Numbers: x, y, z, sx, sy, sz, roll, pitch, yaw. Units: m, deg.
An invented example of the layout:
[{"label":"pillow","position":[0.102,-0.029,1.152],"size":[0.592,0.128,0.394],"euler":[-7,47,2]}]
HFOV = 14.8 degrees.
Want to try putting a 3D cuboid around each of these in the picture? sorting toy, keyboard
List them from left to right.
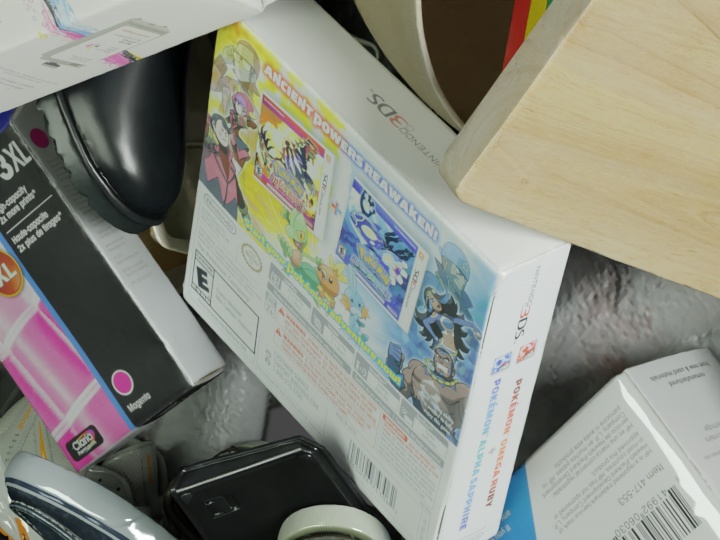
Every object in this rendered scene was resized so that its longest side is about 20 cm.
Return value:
[{"label":"keyboard","position":[-0.029,0.159,1.303],"size":[0.127,0.021,0.200],"euler":[-20,125,19]},{"label":"sorting toy","position":[0.145,-0.100,1.123],"size":[0.199,0.200,0.070],"euler":[-55,44,18]}]

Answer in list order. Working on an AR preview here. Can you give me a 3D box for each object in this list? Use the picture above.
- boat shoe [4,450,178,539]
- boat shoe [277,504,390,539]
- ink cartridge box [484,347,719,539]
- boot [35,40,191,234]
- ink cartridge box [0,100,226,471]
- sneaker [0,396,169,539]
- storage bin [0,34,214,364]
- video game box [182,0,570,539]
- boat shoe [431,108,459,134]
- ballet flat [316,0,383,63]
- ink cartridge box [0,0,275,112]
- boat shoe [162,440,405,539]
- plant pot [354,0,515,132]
[{"label":"boat shoe","position":[-0.110,0.178,1.368],"size":[0.200,0.071,0.091],"euler":[38,76,-6]},{"label":"boat shoe","position":[-0.008,0.199,1.282],"size":[0.072,0.060,0.202],"euler":[-3,129,7]},{"label":"ink cartridge box","position":[0.148,0.159,1.233],"size":[0.146,0.086,0.200],"euler":[-46,72,32]},{"label":"boot","position":[-0.072,-0.135,1.263],"size":[0.168,0.076,0.200],"euler":[-21,79,23]},{"label":"ink cartridge box","position":[-0.156,-0.009,1.338],"size":[0.095,0.037,0.200],"euler":[-37,84,36]},{"label":"sneaker","position":[-0.125,0.140,1.435],"size":[0.092,0.076,0.200],"euler":[-44,73,27]},{"label":"storage bin","position":[-0.171,-0.067,1.419],"size":[0.200,0.094,0.199],"euler":[-22,84,35]},{"label":"video game box","position":[0.000,0.000,1.219],"size":[0.200,0.047,0.182],"euler":[46,145,31]},{"label":"boat shoe","position":[0.030,-0.031,1.297],"size":[0.074,0.068,0.199],"euler":[51,122,18]},{"label":"ballet flat","position":[-0.023,-0.122,1.332],"size":[0.074,0.074,0.200],"euler":[3,101,35]},{"label":"ink cartridge box","position":[-0.112,-0.154,1.200],"size":[0.200,0.067,0.117],"euler":[-18,73,30]},{"label":"boat shoe","position":[-0.008,0.144,1.356],"size":[0.201,0.061,0.072],"euler":[22,109,31]},{"label":"plant pot","position":[0.065,-0.161,1.191],"size":[0.134,0.200,0.200],"euler":[34,116,46]}]
